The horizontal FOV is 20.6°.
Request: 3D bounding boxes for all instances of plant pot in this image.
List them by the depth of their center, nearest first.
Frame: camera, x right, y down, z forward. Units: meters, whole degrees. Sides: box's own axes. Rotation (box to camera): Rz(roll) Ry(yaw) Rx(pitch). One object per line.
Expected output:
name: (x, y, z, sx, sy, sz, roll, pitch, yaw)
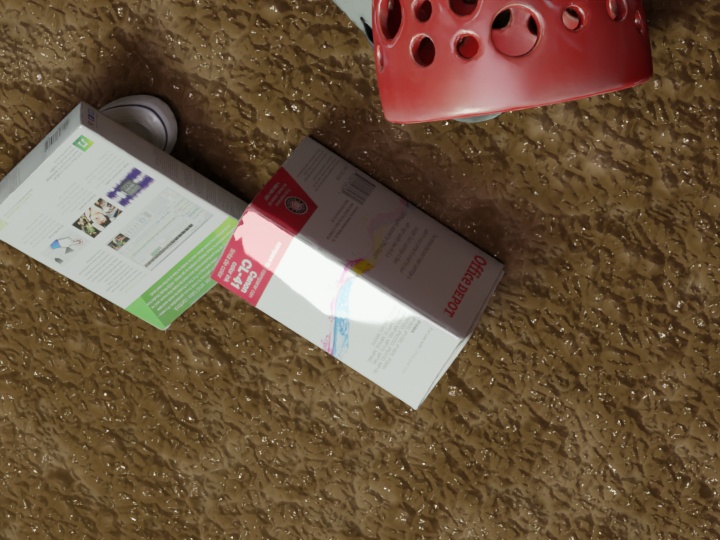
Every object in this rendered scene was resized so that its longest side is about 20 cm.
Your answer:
plant pot: (0.103, -0.210, 1.424, 0.199, 0.200, 0.184, -4, 98, 20)

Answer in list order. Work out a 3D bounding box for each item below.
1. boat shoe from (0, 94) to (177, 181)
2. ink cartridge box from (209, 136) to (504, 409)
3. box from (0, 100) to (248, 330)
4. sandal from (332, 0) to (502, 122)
boat shoe: (-0.243, -0.083, 1.676, 0.199, 0.066, 0.072, -21, 106, 26)
ink cartridge box: (0.000, 0.000, 1.588, 0.200, 0.148, 0.086, 34, 120, 1)
box: (-0.196, -0.041, 1.650, 0.200, 0.036, 0.144, 33, 123, -30)
sandal: (0.036, -0.184, 1.548, 0.200, 0.043, 0.076, 41, 120, -3)
